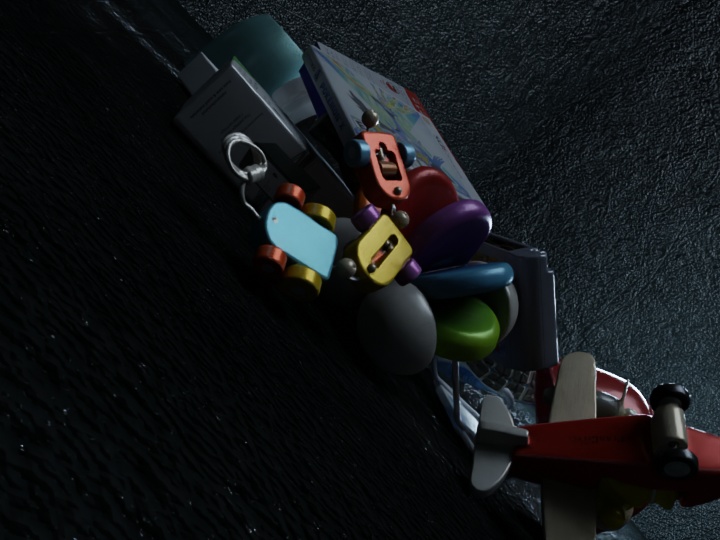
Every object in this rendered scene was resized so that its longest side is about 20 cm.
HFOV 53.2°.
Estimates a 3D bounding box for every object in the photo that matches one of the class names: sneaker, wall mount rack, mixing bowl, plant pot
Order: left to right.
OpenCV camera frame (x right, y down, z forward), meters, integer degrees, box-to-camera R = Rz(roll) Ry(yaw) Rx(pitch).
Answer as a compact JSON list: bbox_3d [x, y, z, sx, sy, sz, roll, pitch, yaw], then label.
[{"bbox_3d":[-0.169,-0.328,1.213,0.201,0.161,0.201,48,5,-6],"label":"plant pot"},{"bbox_3d":[0.121,0.132,0.797,0.174,0.075,0.200,45,6,-16],"label":"wall mount rack"},{"bbox_3d":[0.157,0.118,0.946,0.199,0.079,0.090,26,-19,27],"label":"sneaker"},{"bbox_3d":[0.254,0.187,0.770,0.200,0.107,0.203,-5,90,-84],"label":"mixing bowl"}]

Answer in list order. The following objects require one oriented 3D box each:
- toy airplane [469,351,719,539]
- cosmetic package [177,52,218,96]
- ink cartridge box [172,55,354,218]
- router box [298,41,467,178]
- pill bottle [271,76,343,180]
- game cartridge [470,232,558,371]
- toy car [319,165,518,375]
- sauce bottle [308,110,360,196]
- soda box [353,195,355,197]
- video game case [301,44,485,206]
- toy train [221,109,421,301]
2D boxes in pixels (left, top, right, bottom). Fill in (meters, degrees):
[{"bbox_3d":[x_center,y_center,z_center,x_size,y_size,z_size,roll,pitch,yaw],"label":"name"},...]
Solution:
[{"bbox_3d":[0.188,0.174,0.612,0.199,0.199,0.142,37,-21,53],"label":"toy airplane"},{"bbox_3d":[-0.148,-0.184,0.970,0.201,0.052,0.151,52,8,32],"label":"cosmetic package"},{"bbox_3d":[-0.098,-0.123,0.779,0.200,0.084,0.146,47,7,-21],"label":"ink cartridge box"},{"bbox_3d":[0.026,-0.187,0.916,0.178,0.049,0.201,17,36,-36],"label":"router box"},{"bbox_3d":[-0.053,-0.179,1.063,0.116,0.115,0.202,-7,75,-83],"label":"pill bottle"},{"bbox_3d":[0.147,0.030,0.780,0.200,0.041,0.135,-145,-129,-70],"label":"game cartridge"},{"bbox_3d":[0.061,-0.012,0.663,0.174,0.151,0.200,-10,46,-40],"label":"toy car"},{"bbox_3d":[0.026,-0.094,0.787,0.200,0.066,0.066,48,6,-16],"label":"sauce bottle"},{"bbox_3d":[0.023,-0.084,0.970,0.070,0.063,0.203,14,65,-40],"label":"soda box"},{"bbox_3d":[0.037,-0.150,0.787,0.199,0.022,0.183,21,33,-39],"label":"video game case"},{"bbox_3d":[-0.026,-0.048,0.564,0.199,0.055,0.152,-12,78,-45],"label":"toy train"}]
